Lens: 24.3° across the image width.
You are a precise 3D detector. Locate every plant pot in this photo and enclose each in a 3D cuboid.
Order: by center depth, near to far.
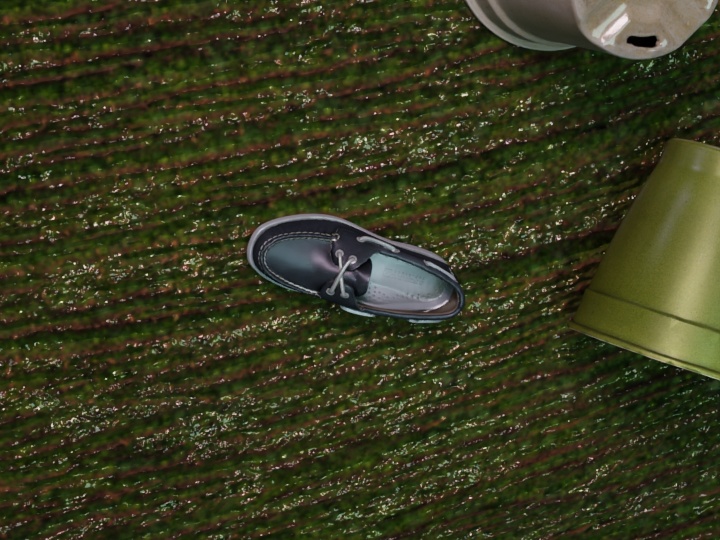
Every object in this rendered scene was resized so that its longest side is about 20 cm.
[{"bbox_3d":[0.198,-0.258,1.363,0.199,0.184,0.202,-6,112,-16],"label":"plant pot"},{"bbox_3d":[0.311,-0.010,1.507,0.199,0.200,0.194,17,92,-23],"label":"plant pot"}]

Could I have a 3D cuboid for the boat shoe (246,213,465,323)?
[{"bbox_3d":[0.000,0.000,1.465,0.199,0.060,0.076,7,108,-21],"label":"boat shoe"}]
